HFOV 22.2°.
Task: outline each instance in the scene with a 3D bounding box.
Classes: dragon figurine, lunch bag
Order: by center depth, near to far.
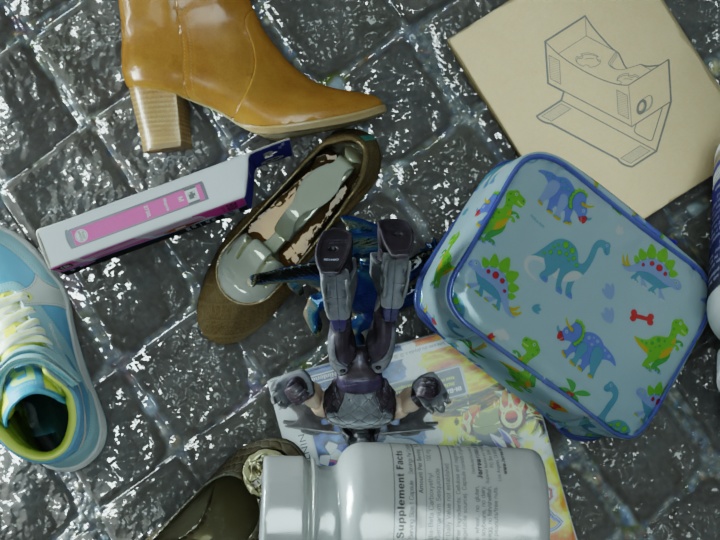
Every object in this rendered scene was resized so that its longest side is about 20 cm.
[{"bbox_3d":[0.153,0.018,1.350,0.199,0.082,0.161,35,73,-15],"label":"lunch bag"},{"bbox_3d":[0.000,0.000,1.357,0.099,0.199,0.059,-45,48,19],"label":"dragon figurine"}]

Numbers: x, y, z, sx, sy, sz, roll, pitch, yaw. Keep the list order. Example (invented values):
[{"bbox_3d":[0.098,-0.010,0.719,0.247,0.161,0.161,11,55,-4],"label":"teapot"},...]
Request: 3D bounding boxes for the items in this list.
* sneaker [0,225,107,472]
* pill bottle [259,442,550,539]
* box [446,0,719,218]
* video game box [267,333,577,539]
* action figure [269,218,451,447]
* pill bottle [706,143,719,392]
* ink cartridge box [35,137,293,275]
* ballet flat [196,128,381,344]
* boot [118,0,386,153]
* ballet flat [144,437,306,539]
[{"bbox_3d":[-0.249,0.054,1.352,0.079,0.131,0.201,-27,87,-1],"label":"sneaker"},{"bbox_3d":[0.028,0.180,1.305,0.198,0.114,0.115,3,86,-4],"label":"pill bottle"},{"bbox_3d":[0.187,-0.137,1.422,0.163,0.021,0.201,-32,87,-2],"label":"box"},{"bbox_3d":[0.046,0.145,1.392,0.199,0.047,0.184,-16,89,-1],"label":"video game box"},{"bbox_3d":[-0.001,0.064,1.309,0.129,0.070,0.201,-5,123,-8],"label":"action figure"},{"bbox_3d":[0.311,-0.004,1.335,0.115,0.116,0.201,10,61,0],"label":"pill bottle"},{"bbox_3d":[-0.140,-0.047,1.376,0.199,0.095,0.037,-22,87,-2],"label":"ink cartridge box"},{"bbox_3d":[-0.057,-0.029,1.388,0.068,0.072,0.200,43,87,5],"label":"ballet flat"},{"bbox_3d":[-0.085,-0.171,1.396,0.200,0.071,0.145,-6,89,4],"label":"boot"},{"bbox_3d":[-0.121,0.198,1.367,0.200,0.046,0.068,-39,78,10],"label":"ballet flat"}]
